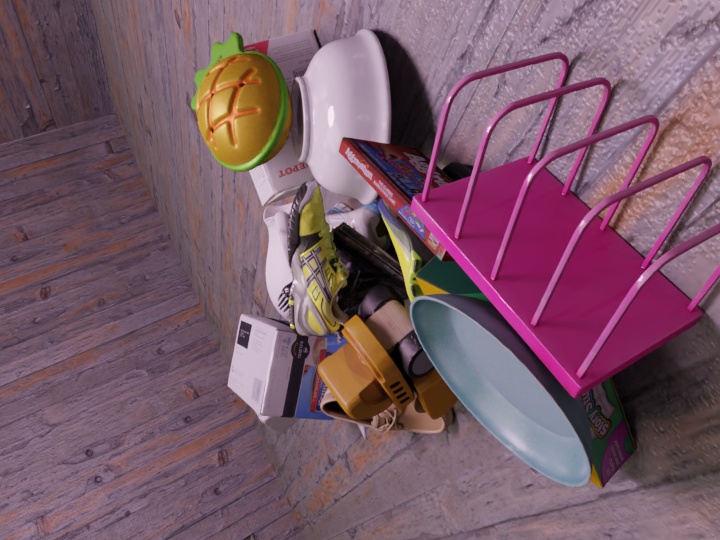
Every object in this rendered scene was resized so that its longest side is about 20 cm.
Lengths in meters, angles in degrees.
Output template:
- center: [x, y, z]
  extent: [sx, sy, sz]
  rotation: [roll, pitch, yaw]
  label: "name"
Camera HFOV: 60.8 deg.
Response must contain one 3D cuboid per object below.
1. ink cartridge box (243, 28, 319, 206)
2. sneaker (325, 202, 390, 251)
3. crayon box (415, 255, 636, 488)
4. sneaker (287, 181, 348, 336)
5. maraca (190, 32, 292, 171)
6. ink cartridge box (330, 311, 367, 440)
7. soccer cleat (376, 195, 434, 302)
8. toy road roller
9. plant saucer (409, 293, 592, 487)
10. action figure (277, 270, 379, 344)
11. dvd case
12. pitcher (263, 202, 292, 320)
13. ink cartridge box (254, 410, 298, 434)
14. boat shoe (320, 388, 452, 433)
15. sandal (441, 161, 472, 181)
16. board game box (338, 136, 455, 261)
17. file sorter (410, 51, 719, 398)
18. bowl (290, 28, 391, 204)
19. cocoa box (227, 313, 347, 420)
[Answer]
- center: [-0.104, -0.213, 0.870]
  extent: [0.083, 0.142, 0.205]
  rotation: [-18, 94, 67]
  label: "ink cartridge box"
- center: [-0.027, -0.054, 0.915]
  extent: [0.199, 0.085, 0.077]
  rotation: [8, 116, 63]
  label: "sneaker"
- center: [0.156, 0.085, 0.587]
  extent: [0.172, 0.058, 0.202]
  rotation: [29, 154, 56]
  label: "crayon box"
- center: [-0.051, -0.014, 0.789]
  extent: [0.076, 0.074, 0.206]
  rotation: [-67, -22, -67]
  label: "sneaker"
- center: [-0.152, -0.208, 0.756]
  extent: [0.138, 0.106, 0.201]
  rotation: [-48, 57, 16]
  label: "maraca"
- center: [-0.010, 0.146, 1.042]
  extent: [0.200, 0.042, 0.202]
  rotation: [-133, 35, -64]
  label: "ink cartridge box"
- center: [0.069, -0.035, 0.765]
  extent: [0.084, 0.063, 0.205]
  rotation: [-108, -2, -79]
  label: "soccer cleat"
- center: [0.032, 0.133, 0.811]
  extent: [0.123, 0.145, 0.201]
  rotation: [47, 171, 40]
  label: "toy road roller"
- center: [0.121, 0.091, 0.517]
  extent: [0.200, 0.036, 0.201]
  rotation: [47, 164, 17]
  label: "plant saucer"
- center: [-0.046, 0.049, 0.896]
  extent: [0.117, 0.104, 0.199]
  rotation: [27, 164, -23]
  label: "action figure"
- center: [0.000, 0.000, 0.887]
  extent: [0.147, 0.016, 0.199]
  rotation: [35, 160, -12]
  label: "dvd case"
- center: [-0.119, -0.012, 1.093]
  extent: [0.172, 0.118, 0.206]
  rotation: [-93, -7, -78]
  label: "pitcher"
- center: [-0.132, 0.196, 1.214]
  extent: [0.146, 0.199, 0.088]
  rotation: [47, 173, 37]
  label: "ink cartridge box"
- center: [0.037, 0.211, 0.907]
  extent: [0.194, 0.065, 0.073]
  rotation: [7, 116, 18]
  label: "boat shoe"
- center: [0.119, -0.015, 0.669]
  extent: [0.076, 0.042, 0.205]
  rotation: [22, 129, 61]
  label: "sandal"
- center: [0.064, -0.072, 0.592]
  extent: [0.201, 0.101, 0.020]
  rotation: [52, 129, 43]
  label: "board game box"
- center: [0.154, -0.048, 0.443]
  extent: [0.201, 0.136, 0.127]
  rotation: [53, 150, 32]
  label: "file sorter"
- center: [-0.034, -0.181, 0.737]
  extent: [0.201, 0.088, 0.208]
  rotation: [176, 90, -74]
  label: "bowl"
- center: [-0.126, 0.157, 1.029]
  extent: [0.199, 0.128, 0.137]
  rotation: [6, 84, 63]
  label: "cocoa box"
